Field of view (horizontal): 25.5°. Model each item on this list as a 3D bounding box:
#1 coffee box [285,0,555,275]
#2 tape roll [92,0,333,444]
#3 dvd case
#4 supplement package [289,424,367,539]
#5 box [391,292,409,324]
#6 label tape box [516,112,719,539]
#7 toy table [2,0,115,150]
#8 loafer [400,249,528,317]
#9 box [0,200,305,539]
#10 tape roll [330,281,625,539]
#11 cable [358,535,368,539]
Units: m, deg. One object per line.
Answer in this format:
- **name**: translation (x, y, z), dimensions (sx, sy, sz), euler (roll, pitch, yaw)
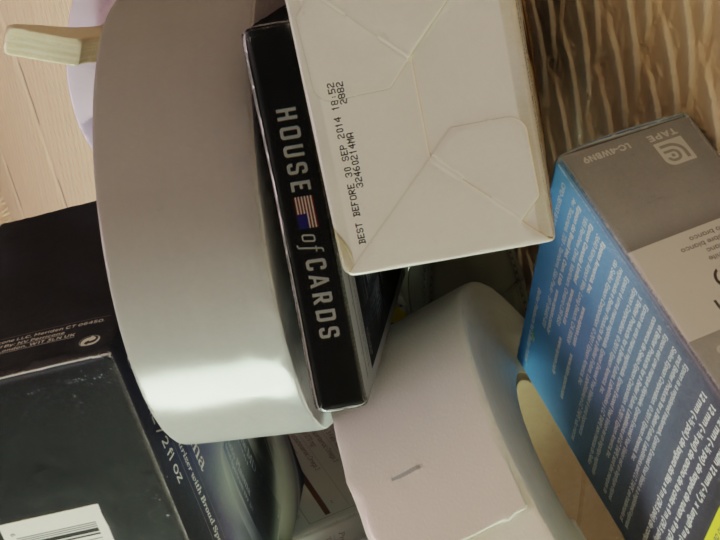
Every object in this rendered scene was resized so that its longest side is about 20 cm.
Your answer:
- **coffee box**: translation (0.028, -0.087, 0.633), dimensions (0.200, 0.080, 0.113), euler (-77, -24, -70)
- **tape roll**: translation (-0.055, -0.026, 0.697), dimensions (0.200, 0.066, 0.200), euler (-6, -90, -82)
- **dvd case**: translation (-0.011, -0.042, 0.684), dimensions (0.200, 0.025, 0.150), euler (-67, -33, -74)
- **supplement package**: translation (-0.011, 0.156, 0.971), dimensions (0.117, 0.200, 0.117), euler (-133, 27, -54)
- **box**: translation (0.000, 0.000, 0.884), dimensions (0.070, 0.064, 0.200), euler (-98, -12, -45)
- **label tape box**: translation (0.139, 0.061, 0.617), dimensions (0.200, 0.066, 0.143), euler (59, 161, 31)
- **toy table**: translation (-0.144, -0.153, 1.091), dimensions (0.117, 0.184, 0.200), euler (-102, 11, -75)
- **loafer**: translation (0.064, 0.030, 0.832), dimensions (0.070, 0.070, 0.200), euler (47, 160, 44)
- **box**: translation (-0.119, 0.088, 0.789), dimensions (0.198, 0.123, 0.200), euler (-81, -25, -64)
- **tape roll**: translation (0.069, 0.107, 0.719), dimensions (0.202, 0.071, 0.202), euler (53, -163, -25)
- **cable**: translation (0.049, 0.237, 0.889), dimensions (0.069, 0.200, 0.200), euler (-114, 37, -80)
